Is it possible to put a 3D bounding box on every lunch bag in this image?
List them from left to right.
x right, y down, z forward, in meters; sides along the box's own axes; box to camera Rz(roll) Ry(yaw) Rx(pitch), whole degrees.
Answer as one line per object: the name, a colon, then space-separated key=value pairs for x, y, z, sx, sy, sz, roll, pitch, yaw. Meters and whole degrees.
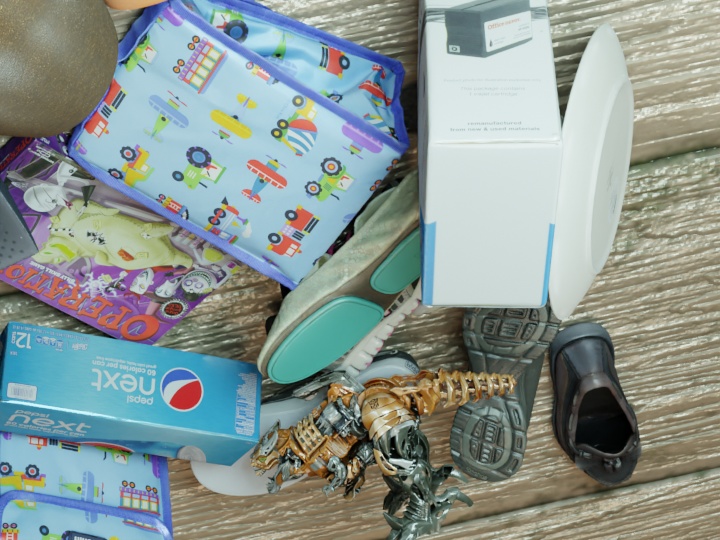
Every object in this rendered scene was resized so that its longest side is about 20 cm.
lunch bag: x=-0.222 y=0.207 z=1.453 sx=0.149 sy=0.201 sz=0.094 roll=16 pitch=130 yaw=-30
lunch bag: x=-0.090 y=-0.098 z=1.280 sx=0.199 sy=0.095 sz=0.151 roll=23 pitch=128 yaw=-23

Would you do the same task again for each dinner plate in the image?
dinner plate: x=0.160 y=-0.065 z=1.304 sx=0.024 sy=0.201 sz=0.201 roll=11 pitch=139 yaw=15

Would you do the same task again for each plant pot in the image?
plant pot: x=-0.232 y=-0.158 z=1.119 sx=0.186 sy=0.188 sz=0.200 roll=-31 pitch=148 yaw=17

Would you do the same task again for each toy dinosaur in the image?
toy dinosaur: x=0.020 y=0.130 z=1.454 sx=0.198 sy=0.102 sz=0.137 roll=-18 pitch=106 yaw=29

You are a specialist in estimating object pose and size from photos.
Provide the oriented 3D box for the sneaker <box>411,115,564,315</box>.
sneaker: x=0.099 y=-0.036 z=1.404 sx=0.080 sy=0.076 sz=0.200 roll=12 pitch=132 yaw=-38

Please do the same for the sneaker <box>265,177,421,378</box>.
sneaker: x=-0.011 y=0.008 z=1.411 sx=0.087 sy=0.074 sz=0.201 roll=4 pitch=139 yaw=-28

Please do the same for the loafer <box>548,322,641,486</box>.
loafer: x=0.196 y=0.127 z=1.602 sx=0.071 sy=0.063 sz=0.201 roll=-17 pitch=137 yaw=3

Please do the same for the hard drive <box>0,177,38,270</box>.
hard drive: x=-0.312 y=-0.066 z=1.253 sx=0.134 sy=0.043 sz=0.201 roll=-23 pitch=129 yaw=15

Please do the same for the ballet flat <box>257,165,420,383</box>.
ballet flat: x=0.000 y=0.000 z=1.345 sx=0.200 sy=0.063 sz=0.067 roll=-40 pitch=140 yaw=20

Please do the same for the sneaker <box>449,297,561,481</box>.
sneaker: x=0.113 y=0.060 z=1.506 sx=0.075 sy=0.091 sz=0.202 roll=16 pitch=112 yaw=5

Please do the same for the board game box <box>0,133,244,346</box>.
board game box: x=-0.190 y=-0.021 z=1.367 sx=0.120 sy=0.033 sz=0.199 roll=-37 pitch=133 yaw=27

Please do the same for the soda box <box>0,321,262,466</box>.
soda box: x=-0.176 y=0.094 z=1.438 sx=0.198 sy=0.065 sz=0.068 roll=12 pitch=154 yaw=-20

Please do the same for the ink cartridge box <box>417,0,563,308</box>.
ink cartridge box: x=0.078 y=-0.098 z=1.229 sx=0.083 sy=0.201 sz=0.146 roll=0 pitch=137 yaw=1

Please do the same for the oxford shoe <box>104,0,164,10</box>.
oxford shoe: x=-0.080 y=-0.223 z=1.157 sx=0.198 sy=0.072 sz=0.073 roll=-22 pitch=133 yaw=8

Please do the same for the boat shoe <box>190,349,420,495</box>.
boat shoe: x=-0.040 y=0.120 z=1.529 sx=0.198 sy=0.057 sz=0.069 roll=-22 pitch=105 yaw=9
